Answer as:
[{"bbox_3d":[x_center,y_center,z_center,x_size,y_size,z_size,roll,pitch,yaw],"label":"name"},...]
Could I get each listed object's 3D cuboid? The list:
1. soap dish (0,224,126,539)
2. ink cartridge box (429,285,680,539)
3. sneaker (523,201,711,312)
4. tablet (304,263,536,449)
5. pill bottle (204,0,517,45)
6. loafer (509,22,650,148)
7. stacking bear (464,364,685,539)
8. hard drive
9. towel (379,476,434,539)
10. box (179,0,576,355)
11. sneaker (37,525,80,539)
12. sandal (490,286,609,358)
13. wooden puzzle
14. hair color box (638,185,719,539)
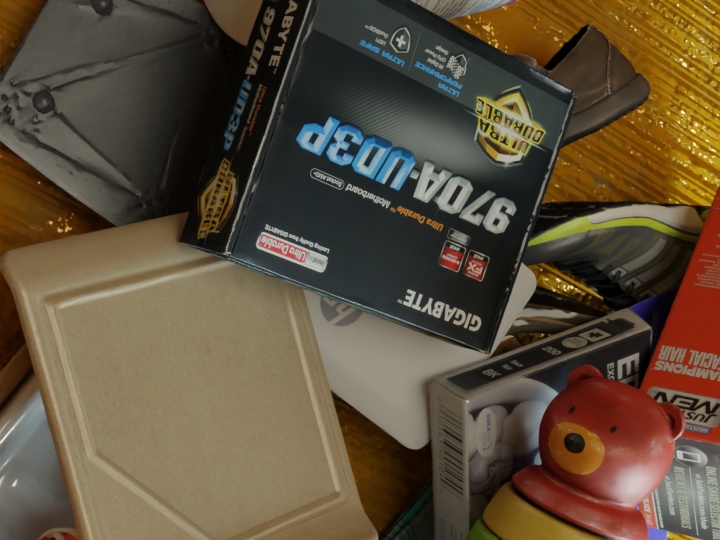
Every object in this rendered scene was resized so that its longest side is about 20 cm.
[{"bbox_3d":[-0.141,0.101,0.888,0.157,0.081,0.200,47,69,-23],"label":"soap dish"},{"bbox_3d":[0.134,0.128,1.024,0.200,0.043,0.199,-19,120,-29],"label":"ink cartridge box"},{"bbox_3d":[0.175,-0.005,1.082,0.200,0.074,0.081,0,92,-35],"label":"sneaker"},{"bbox_3d":[0.000,0.000,0.938,0.200,0.014,0.130,39,83,-23],"label":"tablet"},{"bbox_3d":[0.010,-0.192,0.942,0.200,0.113,0.114,-21,102,-39],"label":"pill bottle"},{"bbox_3d":[0.089,-0.095,1.022,0.200,0.073,0.071,-30,93,-30],"label":"loafer"},{"bbox_3d":[0.112,0.155,0.924,0.114,0.121,0.200,14,101,-54],"label":"stacking bear"},{"bbox_3d":[-0.105,-0.078,0.923,0.200,0.042,0.135,34,73,-22],"label":"hard drive"},{"bbox_3d":[0.096,0.175,1.071,0.200,0.022,0.147,-46,112,-22],"label":"towel"},{"bbox_3d":[0.015,-0.058,0.878,0.200,0.046,0.159,22,86,-40],"label":"box"},{"bbox_3d":[-0.152,0.157,0.807,0.200,0.074,0.087,22,66,-33],"label":"sneaker"},{"bbox_3d":[0.080,0.039,1.029,0.200,0.082,0.055,1,107,-33],"label":"sandal"},{"bbox_3d":[-0.085,0.071,0.829,0.185,0.037,0.200,-15,86,-49],"label":"wooden puzzle"},{"bbox_3d":[0.230,0.057,1.034,0.200,0.064,0.111,-62,150,-34],"label":"hair color box"}]
